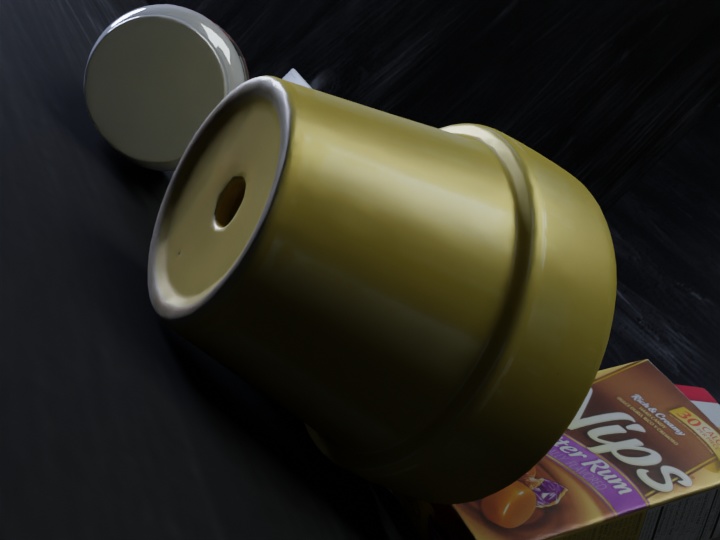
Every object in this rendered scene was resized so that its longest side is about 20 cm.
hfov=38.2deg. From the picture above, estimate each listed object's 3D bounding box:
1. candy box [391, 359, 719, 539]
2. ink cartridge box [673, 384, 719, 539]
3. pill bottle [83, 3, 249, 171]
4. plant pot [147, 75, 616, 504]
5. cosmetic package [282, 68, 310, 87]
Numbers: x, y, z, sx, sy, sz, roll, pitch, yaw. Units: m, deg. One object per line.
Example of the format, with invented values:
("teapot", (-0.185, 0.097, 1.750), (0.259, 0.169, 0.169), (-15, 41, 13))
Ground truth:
("candy box", (0.129, 0.126, 0.640), (0.117, 0.197, 0.057), (51, -38, 48))
("ink cartridge box", (0.217, 0.185, 0.797), (0.142, 0.148, 0.200), (5, 12, 0))
("pill bottle", (-0.140, -0.135, 0.770), (0.116, 0.116, 0.200), (46, 4, -12))
("plant pot", (0.000, 0.000, 0.545), (0.187, 0.202, 0.201), (25, 15, -33))
("cosmetic package", (-0.158, -0.399, 2.798), (0.165, 0.165, 0.200), (49, 5, 22))
